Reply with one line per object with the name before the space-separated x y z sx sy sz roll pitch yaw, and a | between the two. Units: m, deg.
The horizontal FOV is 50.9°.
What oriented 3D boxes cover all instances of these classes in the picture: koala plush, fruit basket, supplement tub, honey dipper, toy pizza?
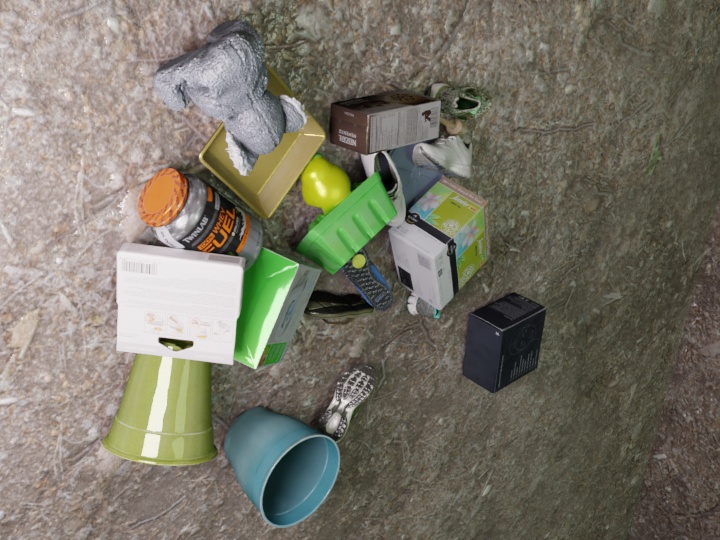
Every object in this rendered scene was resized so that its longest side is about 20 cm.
koala plush | -0.185 -0.262 1.172 0.177 0.183 0.201 -42 119 -20
fruit basket | -0.053 -0.127 1.469 0.212 0.155 0.219 4 76 -16
supplement tub | -0.265 -0.079 1.260 0.200 0.122 0.124 36 84 -48
honey dipper | 0.182 -0.314 1.614 0.199 0.038 0.039 -5 115 -65
toy pizza | 0.111 -0.214 1.643 0.199 0.032 0.203 -24 127 -36

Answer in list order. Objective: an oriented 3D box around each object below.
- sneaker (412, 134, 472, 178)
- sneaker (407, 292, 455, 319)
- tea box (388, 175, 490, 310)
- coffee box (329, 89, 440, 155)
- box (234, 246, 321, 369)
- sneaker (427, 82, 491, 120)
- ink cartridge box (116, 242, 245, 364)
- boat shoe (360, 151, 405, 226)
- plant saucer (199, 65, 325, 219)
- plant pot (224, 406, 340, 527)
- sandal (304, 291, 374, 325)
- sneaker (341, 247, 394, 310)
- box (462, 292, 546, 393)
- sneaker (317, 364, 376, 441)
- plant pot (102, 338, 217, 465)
sneaker | 0.177 -0.254 1.626 0.199 0.074 0.089 5 96 -54
sneaker | 0.201 0.034 1.817 0.201 0.091 0.078 -57 139 -7
tea box | 0.182 -0.061 1.692 0.197 0.133 0.201 -45 149 -20
coffee box | 0.049 -0.292 1.479 0.198 0.112 0.081 -20 123 -37
box | -0.170 0.067 1.396 0.176 0.096 0.202 23 91 -79
sneaker | 0.234 -0.360 1.651 0.198 0.088 0.078 -8 116 -43
ink cartridge box | -0.294 0.055 1.230 0.197 0.045 0.179 7 113 -5
boat shoe | 0.050 -0.167 1.543 0.073 0.066 0.202 -27 124 -3
plant saucer | -0.177 -0.224 1.331 0.201 0.048 0.200 -56 138 -9
plant pot | -0.175 0.381 1.538 0.198 0.187 0.203 -22 125 -37
sandal | -0.047 0.090 1.608 0.199 0.080 0.058 6 120 -47
sneaker | 0.000 0.000 1.628 0.066 0.078 0.201 -36 116 -2
box | 0.393 0.195 2.072 0.195 0.123 0.203 -21 124 -39
sneaker | -0.030 0.306 1.746 0.201 0.076 0.089 -56 166 -9
plant pot | -0.332 0.213 1.312 0.198 0.198 0.193 6 94 -47
